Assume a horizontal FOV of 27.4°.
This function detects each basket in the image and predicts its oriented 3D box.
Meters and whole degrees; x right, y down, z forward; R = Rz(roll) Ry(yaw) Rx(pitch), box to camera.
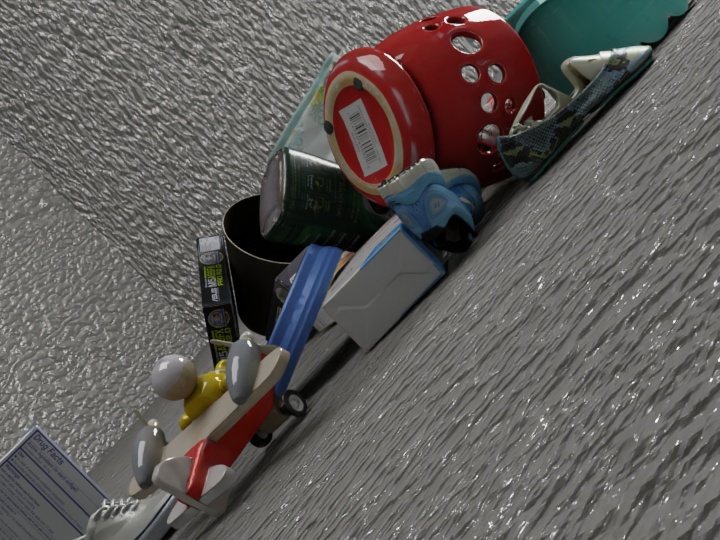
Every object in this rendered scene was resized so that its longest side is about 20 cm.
[{"bbox_3d":[-0.125,-0.001,2.253,0.200,0.180,0.136,100,175,-51],"label":"basket"}]

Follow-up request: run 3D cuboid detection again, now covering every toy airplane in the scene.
[{"bbox_3d":[-0.152,0.145,1.413,0.200,0.141,0.199,-45,5,-9],"label":"toy airplane"}]

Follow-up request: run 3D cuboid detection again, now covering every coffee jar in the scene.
[{"bbox_3d":[-0.012,-0.069,1.689,0.085,0.199,0.105,132,144,-52],"label":"coffee jar"}]

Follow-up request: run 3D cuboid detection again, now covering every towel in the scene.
[{"bbox_3d":[-0.016,-0.160,1.867,0.048,0.171,0.200,5,-60,-55],"label":"towel"}]

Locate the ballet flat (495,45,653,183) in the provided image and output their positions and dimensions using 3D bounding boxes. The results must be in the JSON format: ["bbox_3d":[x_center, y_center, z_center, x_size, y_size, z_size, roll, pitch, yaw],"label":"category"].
[{"bbox_3d":[0.217,-0.179,1.523,0.200,0.074,0.074,-45,4,-11],"label":"ballet flat"}]

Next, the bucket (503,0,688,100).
[{"bbox_3d":[0.264,-0.292,1.691,0.207,0.135,0.207,-45,4,4],"label":"bucket"}]

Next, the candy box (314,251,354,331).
[{"bbox_3d":[0.000,0.000,1.920,0.115,0.055,0.200,-47,4,-29],"label":"candy box"}]

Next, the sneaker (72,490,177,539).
[{"bbox_3d":[-0.255,0.276,1.589,0.200,0.071,0.073,-43,5,25],"label":"sneaker"}]

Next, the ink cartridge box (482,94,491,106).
[{"bbox_3d":[0.084,-0.195,1.952,0.144,0.084,0.200,-11,-8,33],"label":"ink cartridge box"}]

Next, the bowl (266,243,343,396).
[{"bbox_3d":[-0.074,0.063,1.631,0.201,0.039,0.201,-158,90,-89],"label":"bowl"}]

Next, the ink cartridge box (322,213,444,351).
[{"bbox_3d":[0.027,0.004,1.554,0.115,0.068,0.200,-45,5,9],"label":"ink cartridge box"}]

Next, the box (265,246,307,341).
[{"bbox_3d":[-0.052,0.006,2.095,0.200,0.049,0.161,-47,-14,-31],"label":"box"}]

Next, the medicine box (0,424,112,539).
[{"bbox_3d":[-0.398,0.320,1.767,0.200,0.182,0.103,-46,5,-21],"label":"medicine box"}]

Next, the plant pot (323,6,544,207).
[{"bbox_3d":[0.074,-0.174,1.620,0.182,0.201,0.200,-22,-9,-33],"label":"plant pot"}]

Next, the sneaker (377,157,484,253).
[{"bbox_3d":[0.082,-0.053,1.510,0.078,0.090,0.200,-31,-12,20],"label":"sneaker"}]

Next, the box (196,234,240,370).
[{"bbox_3d":[-0.209,0.064,2.212,0.044,0.161,0.200,-9,32,-4],"label":"box"}]

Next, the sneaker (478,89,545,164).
[{"bbox_3d":[0.164,-0.159,1.812,0.108,0.067,0.201,-59,-2,-13],"label":"sneaker"}]
